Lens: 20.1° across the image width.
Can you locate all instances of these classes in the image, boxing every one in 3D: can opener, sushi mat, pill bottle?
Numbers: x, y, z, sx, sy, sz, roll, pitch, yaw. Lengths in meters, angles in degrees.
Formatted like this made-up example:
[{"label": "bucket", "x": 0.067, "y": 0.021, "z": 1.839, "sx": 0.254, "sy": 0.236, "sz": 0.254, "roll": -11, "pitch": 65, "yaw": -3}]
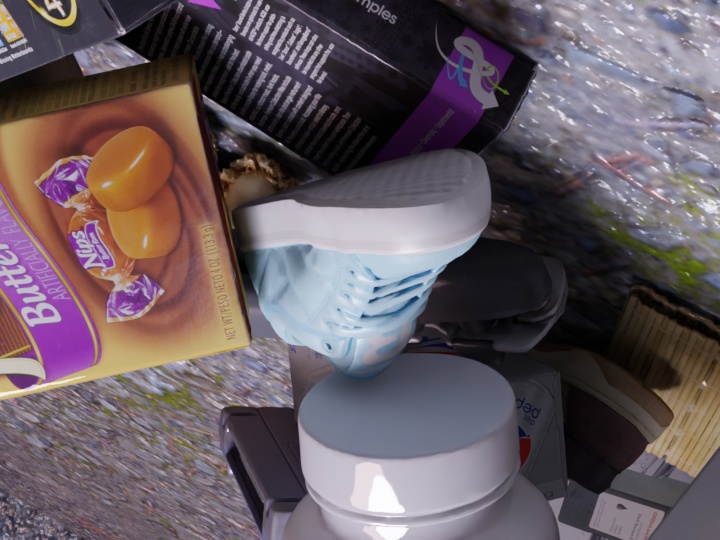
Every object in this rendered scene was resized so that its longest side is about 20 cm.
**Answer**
[{"label": "can opener", "x": 0.000, "y": 0.000, "z": 0.936, "sx": 0.199, "sy": 0.054, "sz": 0.067, "roll": 5, "pitch": 143, "yaw": 29}, {"label": "sushi mat", "x": 0.161, "y": 0.063, "z": 0.989, "sx": 0.095, "sy": 0.012, "sz": 0.200, "roll": 28, "pitch": 163, "yaw": 10}, {"label": "pill bottle", "x": 0.028, "y": 0.144, "z": 0.858, "sx": 0.119, "sy": 0.119, "sz": 0.202, "roll": 16, "pitch": 122, "yaw": 39}]

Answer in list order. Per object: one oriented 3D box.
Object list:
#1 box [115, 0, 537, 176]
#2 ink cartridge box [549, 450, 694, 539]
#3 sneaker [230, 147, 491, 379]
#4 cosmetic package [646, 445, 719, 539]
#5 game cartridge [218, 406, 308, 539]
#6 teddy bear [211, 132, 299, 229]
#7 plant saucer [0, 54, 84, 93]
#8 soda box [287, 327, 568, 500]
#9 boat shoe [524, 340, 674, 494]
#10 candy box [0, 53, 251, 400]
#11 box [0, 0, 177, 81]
[{"label": "box", "x": -0.038, "y": -0.100, "z": 0.823, "sx": 0.199, "sy": 0.036, "sz": 0.143, "roll": 31, "pitch": 163, "yaw": -5}, {"label": "ink cartridge box", "x": 0.138, "y": 0.175, "z": 1.122, "sx": 0.199, "sy": 0.146, "sz": 0.084, "roll": 16, "pitch": 155, "yaw": 39}, {"label": "sneaker", "x": 0.008, "y": 0.001, "z": 0.806, "sx": 0.200, "sy": 0.073, "sz": 0.083, "roll": 180, "pitch": 70, "yaw": -73}, {"label": "cosmetic package", "x": 0.170, "y": 0.128, "z": 0.829, "sx": 0.090, "sy": 0.200, "sz": 0.107, "roll": 31, "pitch": 164, "yaw": 29}, {"label": "game cartridge", "x": 0.002, "y": 0.108, "z": 1.038, "sx": 0.128, "sy": 0.039, "sz": 0.200, "roll": 5, "pitch": -171, "yaw": -12}, {"label": "teddy bear", "x": -0.086, "y": -0.029, "z": 1.082, "sx": 0.144, "sy": 0.067, "sz": 0.200, "roll": 17, "pitch": 155, "yaw": 10}, {"label": "plant saucer", "x": -0.215, "y": -0.069, "z": 0.928, "sx": 0.199, "sy": 0.201, "sz": 0.029, "roll": 34, "pitch": 143, "yaw": -14}, {"label": "soda box", "x": 0.027, "y": 0.063, "z": 1.003, "sx": 0.068, "sy": 0.064, "sz": 0.200, "roll": -11, "pitch": -166, "yaw": -21}, {"label": "boat shoe", "x": 0.090, "y": 0.077, "z": 1.032, "sx": 0.072, "sy": 0.065, "sz": 0.200, "roll": 43, "pitch": 168, "yaw": -14}, {"label": "candy box", "x": -0.153, "y": -0.009, "z": 0.838, "sx": 0.057, "sy": 0.198, "sz": 0.118, "roll": -101, "pitch": -1, "yaw": -70}, {"label": "box", "x": -0.149, "y": -0.152, "z": 0.753, "sx": 0.200, "sy": 0.049, "sz": 0.162, "roll": -3, "pitch": 120, "yaw": 61}]
